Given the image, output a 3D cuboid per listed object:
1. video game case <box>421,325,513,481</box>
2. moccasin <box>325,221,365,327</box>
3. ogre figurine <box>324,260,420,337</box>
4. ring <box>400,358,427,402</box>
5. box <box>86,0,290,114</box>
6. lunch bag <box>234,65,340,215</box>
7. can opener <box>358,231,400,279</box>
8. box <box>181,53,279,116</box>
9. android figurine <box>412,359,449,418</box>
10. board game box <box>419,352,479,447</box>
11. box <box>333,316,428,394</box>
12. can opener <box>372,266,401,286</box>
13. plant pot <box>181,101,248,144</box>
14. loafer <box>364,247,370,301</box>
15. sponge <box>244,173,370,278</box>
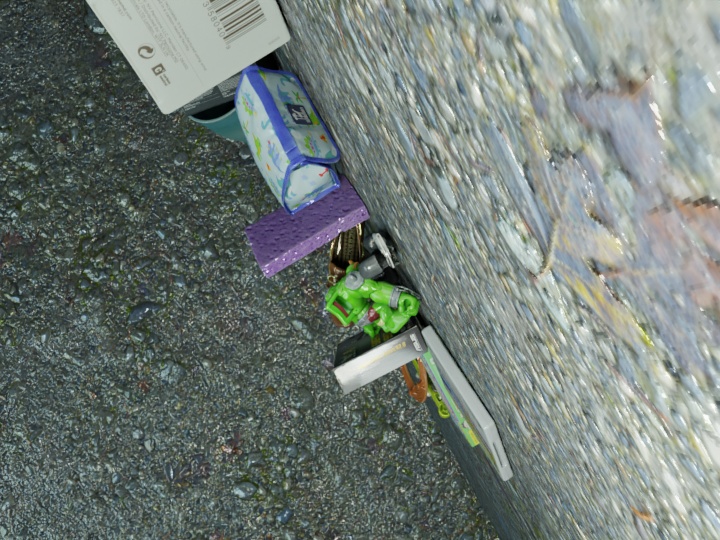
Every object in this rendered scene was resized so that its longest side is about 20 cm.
[{"bbox_3d":[0.168,0.207,1.160,0.202,0.022,0.184,58,176,42],"label":"video game case"},{"bbox_3d":[-0.023,-0.002,1.296,0.078,0.071,0.208,-29,-50,-80],"label":"moccasin"},{"bbox_3d":[0.011,0.050,1.174,0.118,0.100,0.200,30,179,-11],"label":"ogre figurine"},{"bbox_3d":[0.098,0.180,1.568,0.200,0.019,0.207,167,91,-78],"label":"ring"},{"bbox_3d":[-0.225,-0.354,0.907,0.173,0.197,0.200,60,179,36],"label":"box"},{"bbox_3d":[-0.115,-0.204,1.142,0.173,0.125,0.200,60,-179,12],"label":"lunch bag"},{"bbox_3d":[0.017,-0.025,1.113,0.054,0.066,0.200,60,177,-4],"label":"can opener"},{"bbox_3d":[-0.271,-0.391,1.375,0.143,0.195,0.080,60,-148,-33],"label":"box"},{"bbox_3d":[0.151,0.237,1.627,0.185,0.040,0.200,60,176,14],"label":"android figurine"},{"bbox_3d":[0.156,0.213,1.371,0.204,0.029,0.135,62,178,-10],"label":"board game box"},{"bbox_3d":[0.033,0.133,1.282,0.049,0.155,0.200,63,-176,-5],"label":"box"},{"bbox_3d":[0.032,0.019,1.335,0.080,0.062,0.200,63,177,-16],"label":"can opener"},{"bbox_3d":[-0.250,-0.361,1.559,0.203,0.198,0.188,58,-169,28],"label":"plant pot"},{"bbox_3d":[0.000,0.000,1.480,0.201,0.075,0.069,52,-177,-45],"label":"loafer"},{"bbox_3d":[-0.091,-0.078,1.222,0.112,0.197,0.030,55,174,46],"label":"sponge"}]
